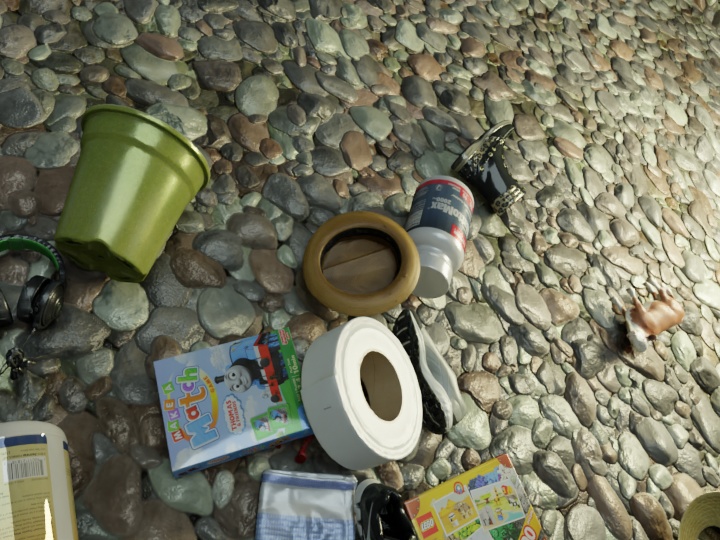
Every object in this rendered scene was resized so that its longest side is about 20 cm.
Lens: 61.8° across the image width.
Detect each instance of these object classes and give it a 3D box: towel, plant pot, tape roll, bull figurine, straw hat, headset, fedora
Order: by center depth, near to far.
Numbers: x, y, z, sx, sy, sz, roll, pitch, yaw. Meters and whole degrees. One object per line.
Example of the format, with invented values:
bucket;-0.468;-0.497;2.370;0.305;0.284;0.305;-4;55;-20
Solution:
headset;-0.445;0.038;0.774;0.120;0.094;0.206;-3;63;-25
towel;-0.070;0.371;0.796;0.142;0.024;0.206;12;58;-17
plant pot;-0.336;-0.094;0.859;0.195;0.200;0.190;20;66;-12
tape roll;0.006;0.175;0.864;0.200;0.070;0.208;34;44;-39
straw hat;0.570;0.474;0.992;0.194;0.085;0.208;5;70;-13
fedora;0.000;0.000;0.997;0.193;0.083;0.207;2;61;-4
bull figurine;0.586;0.090;1.235;0.195;0.065;0.124;-16;72;-32

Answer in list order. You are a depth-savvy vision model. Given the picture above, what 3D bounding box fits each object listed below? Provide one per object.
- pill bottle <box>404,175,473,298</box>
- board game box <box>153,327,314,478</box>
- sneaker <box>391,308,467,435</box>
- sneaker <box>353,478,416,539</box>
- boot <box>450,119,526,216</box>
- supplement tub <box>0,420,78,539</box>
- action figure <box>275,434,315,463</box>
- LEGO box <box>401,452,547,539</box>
pill bottle;0.135;-0.058;1.083;0.117;0.120;0.204;24;55;-9
board game box;-0.173;0.176;0.829;0.194;0.037;0.155;-13;63;-17
sneaker;0.110;0.159;0.981;0.078;0.074;0.206;-10;72;-39
sneaker;0.039;0.380;0.787;0.064;0.090;0.207;-1;72;-27
boot;0.299;-0.219;1.285;0.202;0.074;0.155;-39;84;-32
supplement tub;-0.375;0.280;0.632;0.140;0.145;0.205;-7;64;-27
action figure;-0.056;0.183;0.900;0.064;0.052;0.202;30;51;1
LEGO box;0.155;0.376;0.862;0.195;0.077;0.153;-13;68;-30
